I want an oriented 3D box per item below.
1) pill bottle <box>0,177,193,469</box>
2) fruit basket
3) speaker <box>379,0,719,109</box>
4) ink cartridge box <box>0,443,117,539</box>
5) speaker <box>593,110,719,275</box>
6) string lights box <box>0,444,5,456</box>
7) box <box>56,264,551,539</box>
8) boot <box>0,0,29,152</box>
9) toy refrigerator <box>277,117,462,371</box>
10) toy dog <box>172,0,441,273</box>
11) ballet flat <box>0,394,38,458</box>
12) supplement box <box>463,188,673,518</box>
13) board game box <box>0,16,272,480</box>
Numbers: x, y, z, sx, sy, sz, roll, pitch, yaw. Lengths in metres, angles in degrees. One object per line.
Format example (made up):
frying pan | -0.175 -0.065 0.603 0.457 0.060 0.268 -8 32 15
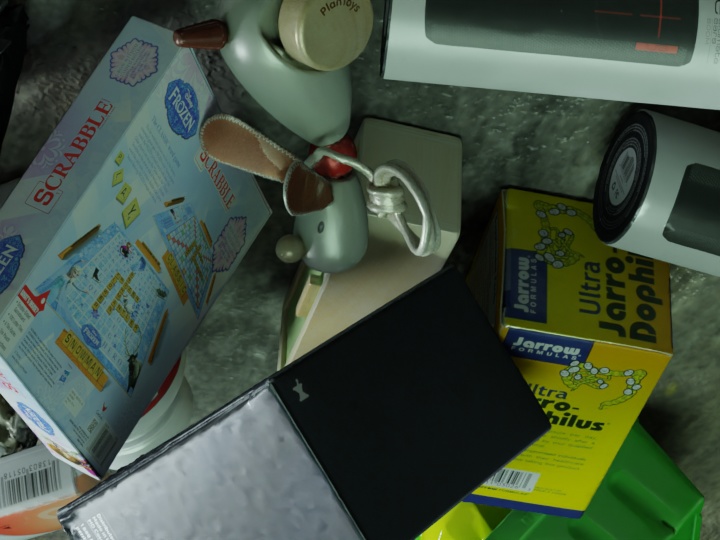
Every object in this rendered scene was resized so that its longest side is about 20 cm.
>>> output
pill bottle | -0.179 0.040 1.354 0.112 0.113 0.200 -8 142 14
fruit basket | 0.114 0.187 1.497 0.215 0.216 0.156 0 143 5
speaker | 0.113 -0.133 1.132 0.199 0.081 0.081 6 143 -2
ink cartridge box | -0.209 0.175 1.536 0.162 0.050 0.200 -20 155 27
speaker | 0.243 -0.029 1.247 0.199 0.081 0.081 16 141 -15
string lights box | -0.327 0.099 1.401 0.103 0.059 0.200 46 158 -27
box | -0.030 0.116 1.228 0.198 0.200 0.123 -34 88 39
boot | -0.233 -0.049 1.199 0.073 0.163 0.199 9 143 -8
toy refrigerator | 0.000 0.000 1.318 0.070 0.076 0.200 12 142 -11
toy dog | -0.046 -0.081 1.132 0.096 0.201 0.132 -24 -166 -23
ballet flat | -0.272 0.071 1.438 0.072 0.072 0.201 -10 140 17
supplement box | 0.117 0.057 1.355 0.109 0.109 0.200 9 142 -7
board game box | -0.138 -0.008 1.199 0.041 0.200 0.200 24 160 22
